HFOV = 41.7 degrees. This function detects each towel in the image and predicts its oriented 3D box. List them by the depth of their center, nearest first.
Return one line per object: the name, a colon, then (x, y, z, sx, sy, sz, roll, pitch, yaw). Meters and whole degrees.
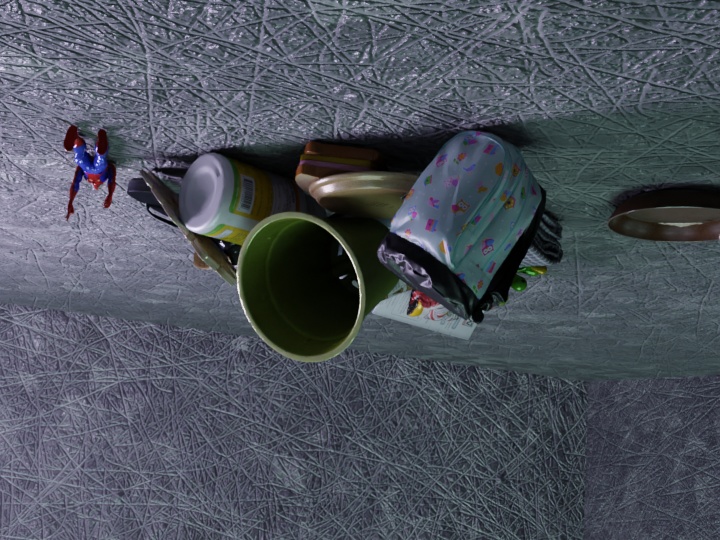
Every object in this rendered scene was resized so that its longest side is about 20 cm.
towel: (0.200, -0.051, 1.447, 0.165, 0.086, 0.200, -4, 166, 35)

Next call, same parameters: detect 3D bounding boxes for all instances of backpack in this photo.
backpack: (0.126, -0.061, 1.119, 0.167, 0.200, 0.127, 34, 175, 39)

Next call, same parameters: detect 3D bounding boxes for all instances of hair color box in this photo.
hair color box: (0.124, 0.047, 1.694, 0.199, 0.099, 0.061, 17, -151, -20)

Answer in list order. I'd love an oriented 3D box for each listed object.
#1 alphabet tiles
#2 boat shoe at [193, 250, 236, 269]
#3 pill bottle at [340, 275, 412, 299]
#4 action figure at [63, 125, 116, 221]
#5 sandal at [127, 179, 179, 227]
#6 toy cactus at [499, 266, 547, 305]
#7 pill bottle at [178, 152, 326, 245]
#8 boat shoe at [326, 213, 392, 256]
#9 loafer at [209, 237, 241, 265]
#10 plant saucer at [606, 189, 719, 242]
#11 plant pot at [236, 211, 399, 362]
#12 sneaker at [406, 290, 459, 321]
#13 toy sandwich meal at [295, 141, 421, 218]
alphabet tiles: (-0.248, -0.062, 1.375, 0.200, 0.015, 0.196, 50, -179, 34)
boat shoe: (-0.238, -0.033, 1.760, 0.065, 0.074, 0.199, 21, 161, -39)
pill bottle: (0.000, 0.000, 1.490, 0.199, 0.115, 0.114, -20, 172, -8)
action figure: (-0.375, -0.123, 1.307, 0.065, 0.100, 0.200, 8, 171, -9)
sandal: (-0.316, -0.099, 1.534, 0.076, 0.043, 0.200, 1, 168, 21)
toy cactus: (0.222, -0.005, 1.656, 0.199, 0.103, 0.165, -22, -151, -33)
pill bottle: (-0.146, -0.087, 1.338, 0.111, 0.112, 0.199, -6, 165, 44)
boat shoe: (0.004, -0.074, 1.427, 0.198, 0.068, 0.074, -27, 121, 14)
loafer: (-0.178, -0.043, 1.420, 0.068, 0.071, 0.200, -25, 134, 33)
plant saucer: (0.451, -0.078, 1.336, 0.199, 0.035, 0.200, 5, 168, 1)
plant pot: (-0.036, 0.003, 1.303, 0.199, 0.202, 0.190, -2, -169, 30)
sneaker: (0.141, 0.039, 1.556, 0.082, 0.078, 0.200, 16, 168, -9)
toy sandwich meal: (0.018, -0.120, 1.233, 0.203, 0.071, 0.205, 2, 170, 0)
